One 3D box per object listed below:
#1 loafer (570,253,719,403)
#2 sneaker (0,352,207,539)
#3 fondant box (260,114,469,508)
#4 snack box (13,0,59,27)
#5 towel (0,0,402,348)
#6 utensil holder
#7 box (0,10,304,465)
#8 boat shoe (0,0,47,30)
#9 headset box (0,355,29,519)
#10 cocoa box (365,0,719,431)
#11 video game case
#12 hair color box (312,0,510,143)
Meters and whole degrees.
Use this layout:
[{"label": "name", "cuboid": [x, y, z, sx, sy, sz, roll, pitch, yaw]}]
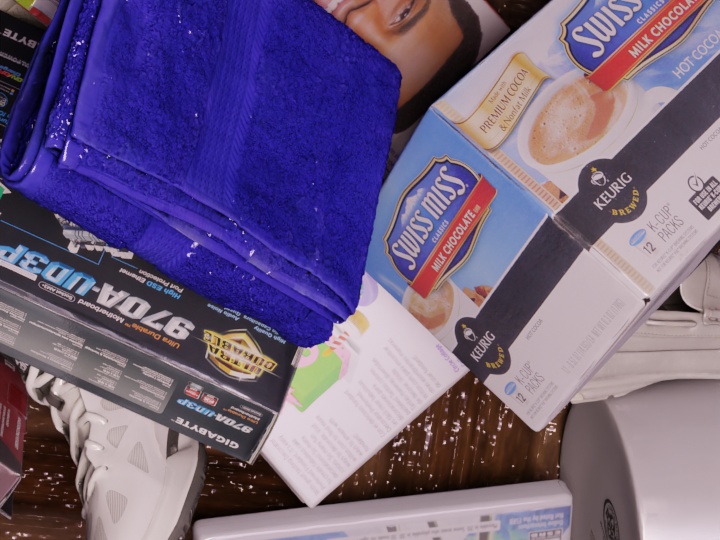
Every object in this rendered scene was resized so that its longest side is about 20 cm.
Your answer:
[{"label": "loafer", "cuboid": [0.165, 0.017, 1.286, 0.199, 0.070, 0.070, -11, 120, -20]}, {"label": "sneaker", "cuboid": [-0.130, 0.075, 1.169, 0.115, 0.201, 0.076, 25, 133, -11]}, {"label": "fondant box", "cuboid": [0.000, 0.000, 1.294, 0.200, 0.058, 0.144, -41, 108, -3]}, {"label": "snack box", "cuboid": [-0.133, -0.231, 1.179, 0.142, 0.053, 0.200, 39, 91, 19]}, {"label": "towel", "cuboid": [-0.057, -0.066, 1.080, 0.200, 0.049, 0.148, 32, 67, -45]}, {"label": "utensil holder", "cuboid": [0.219, 0.130, 1.317, 0.199, 0.170, 0.171, -3, 102, -11]}, {"label": "box", "cuboid": [-0.111, -0.019, 1.172, 0.199, 0.159, 0.046, 24, 137, -6]}, {"label": "boat shoe", "cuboid": [-0.119, -0.187, 1.232, 0.200, 0.072, 0.068, -43, 70, 5]}, {"label": "headset box", "cuboid": [-0.241, 0.048, 1.193, 0.200, 0.149, 0.077, 37, 104, -18]}, {"label": "cocoa box", "cuboid": [0.114, -0.052, 1.191, 0.131, 0.133, 0.200, 43, 55, 7]}, {"label": "video game case", "cuboid": [0.011, 0.202, 1.335, 0.199, 0.022, 0.183, -5, 117, -13]}, {"label": "hair color box", "cuboid": [-0.026, -0.143, 1.165, 0.101, 0.061, 0.200, -44, 137, 6]}]
